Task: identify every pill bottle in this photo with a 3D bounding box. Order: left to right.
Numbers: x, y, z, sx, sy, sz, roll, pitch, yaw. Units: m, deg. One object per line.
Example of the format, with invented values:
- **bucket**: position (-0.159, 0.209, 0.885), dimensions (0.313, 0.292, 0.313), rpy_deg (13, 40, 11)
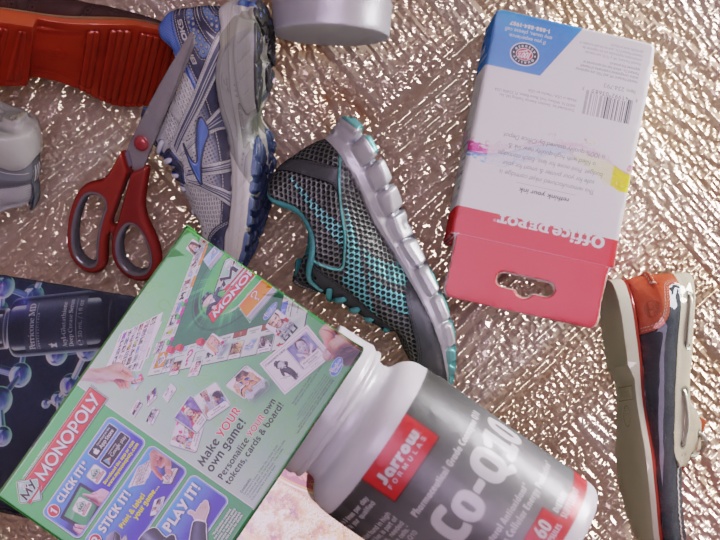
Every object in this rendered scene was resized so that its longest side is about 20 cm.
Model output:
- **pill bottle**: position (-0.016, -0.260, 1.471), dimensions (0.110, 0.111, 0.202), rpy_deg (3, 86, -3)
- **pill bottle**: position (0.042, 0.131, 1.373), dimensions (0.199, 0.114, 0.114), rpy_deg (35, 85, -3)

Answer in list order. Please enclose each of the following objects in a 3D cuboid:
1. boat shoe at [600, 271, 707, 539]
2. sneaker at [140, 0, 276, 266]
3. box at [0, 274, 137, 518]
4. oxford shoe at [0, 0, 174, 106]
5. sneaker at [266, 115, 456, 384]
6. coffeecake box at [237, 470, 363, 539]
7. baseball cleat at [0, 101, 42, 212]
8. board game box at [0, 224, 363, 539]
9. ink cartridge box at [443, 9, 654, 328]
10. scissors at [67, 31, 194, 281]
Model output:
- **boat shoe**: position (0.209, 0.101, 1.481), dimensions (0.062, 0.071, 0.201), rpy_deg (-6, 88, -13)
- **sneaker**: position (-0.104, -0.089, 1.462), dimensions (0.085, 0.077, 0.201), rpy_deg (6, 108, 10)
- **box**: position (-0.187, 0.091, 1.398), dimensions (0.199, 0.107, 0.149), rpy_deg (8, 80, 23)
- **oxford shoe**: position (-0.190, -0.165, 1.476), dimensions (0.199, 0.073, 0.071), rpy_deg (8, 130, -20)
- **sneaker**: position (0.000, 0.000, 1.468), dimensions (0.091, 0.078, 0.201), rpy_deg (-25, 95, -1)
- **coffeecake box**: position (-0.057, 0.165, 1.458), dimensions (0.153, 0.073, 0.201), rpy_deg (25, 86, -2)
- **baseball cleat**: position (-0.310, -0.085, 1.464), dimensions (0.199, 0.070, 0.107), rpy_deg (18, 124, 20)
- **board game box**: position (-0.108, 0.093, 1.300), dimensions (0.134, 0.029, 0.201), rpy_deg (35, 81, 4)
- **ink cartridge box**: position (0.126, -0.067, 1.487), dimensions (0.115, 0.067, 0.201), rpy_deg (12, 85, -3)
- **scissors**: position (-0.156, -0.079, 1.440), dimensions (0.073, 0.014, 0.201), rpy_deg (22, 122, 16)
